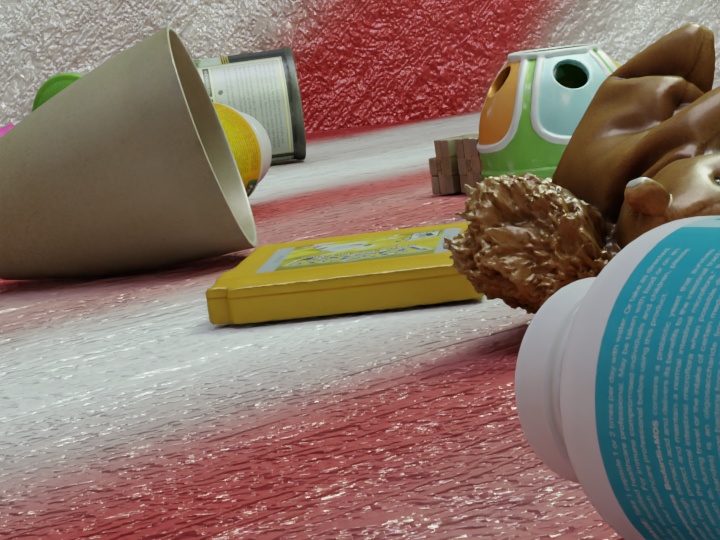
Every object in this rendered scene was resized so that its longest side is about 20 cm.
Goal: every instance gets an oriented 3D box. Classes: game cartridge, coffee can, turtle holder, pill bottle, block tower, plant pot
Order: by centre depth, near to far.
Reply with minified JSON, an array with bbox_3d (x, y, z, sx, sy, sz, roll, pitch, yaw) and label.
[{"bbox_3d":[0.135,0.038,0.683,0.111,0.111,0.200,-12,8,-36],"label":"pill bottle"},{"bbox_3d":[0.000,0.000,1.510,0.176,0.032,0.200,-6,6,7],"label":"game cartridge"},{"bbox_3d":[-0.208,-0.071,1.824,0.200,0.187,0.187,-21,6,5],"label":"plant pot"},{"bbox_3d":[0.190,-0.126,1.953,0.185,0.132,0.141,-6,6,12],"label":"turtle holder"},{"bbox_3d":[0.149,-0.102,2.132,0.058,0.054,0.200,-14,9,-41],"label":"block tower"},{"bbox_3d":[-0.162,-0.106,2.253,0.113,0.113,0.200,-5,7,20],"label":"pill bottle"},{"bbox_3d":[-0.178,-0.201,2.938,0.200,0.146,0.146,-8,7,-5],"label":"coffee can"}]

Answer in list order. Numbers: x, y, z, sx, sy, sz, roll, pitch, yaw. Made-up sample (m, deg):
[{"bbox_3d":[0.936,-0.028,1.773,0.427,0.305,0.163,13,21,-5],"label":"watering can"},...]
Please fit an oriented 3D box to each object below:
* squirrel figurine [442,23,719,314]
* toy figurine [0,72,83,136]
[{"bbox_3d":[0.150,-0.020,1.214,0.200,0.142,0.187,-25,17,9],"label":"squirrel figurine"},{"bbox_3d":[-0.421,-0.140,2.859,0.200,0.150,0.184,-30,0,39],"label":"toy figurine"}]
